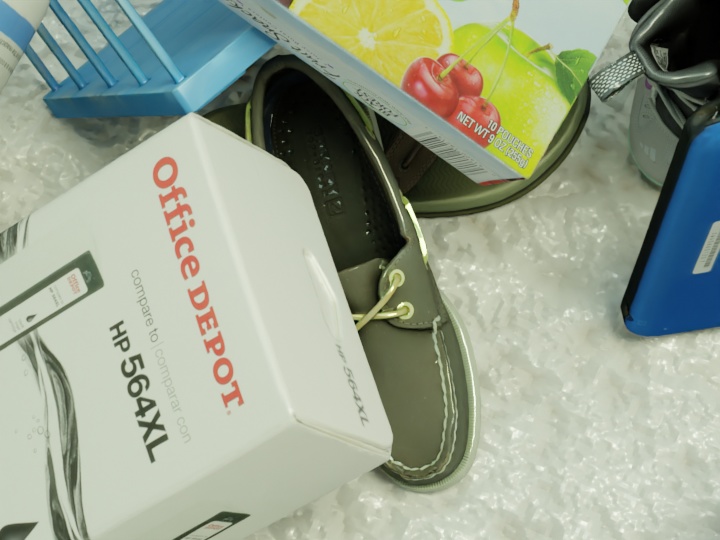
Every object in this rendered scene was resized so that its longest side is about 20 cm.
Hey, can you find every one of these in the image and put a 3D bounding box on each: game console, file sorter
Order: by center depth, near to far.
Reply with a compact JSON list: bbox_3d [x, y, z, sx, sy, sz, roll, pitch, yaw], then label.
[{"bbox_3d":[0.195,-0.071,0.862,0.169,0.200,0.119,-8,65,-6],"label":"game console"},{"bbox_3d":[-0.091,-0.157,0.901,0.139,0.200,0.123,-42,109,-16],"label":"file sorter"}]

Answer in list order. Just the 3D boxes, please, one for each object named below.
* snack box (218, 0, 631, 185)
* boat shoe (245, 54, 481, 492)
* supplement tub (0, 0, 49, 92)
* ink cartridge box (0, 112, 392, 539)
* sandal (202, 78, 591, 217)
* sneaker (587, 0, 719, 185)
[{"bbox_3d":[0.014,-0.147,0.808,0.199,0.053,0.143,33,77,-16],"label":"snack box"},{"bbox_3d":[-0.003,0.001,0.889,0.072,0.060,0.203,-21,81,10],"label":"boat shoe"},{"bbox_3d":[-0.227,-0.063,0.828,0.131,0.132,0.201,27,84,14],"label":"supplement tub"},{"bbox_3d":[-0.105,0.050,0.837,0.199,0.084,0.147,-31,62,20],"label":"ink cartridge box"},{"bbox_3d":[0.013,-0.065,0.948,0.200,0.057,0.080,-13,64,-4],"label":"sandal"},{"bbox_3d":[0.139,-0.089,0.862,0.140,0.200,0.078,-29,69,-38],"label":"sneaker"}]
